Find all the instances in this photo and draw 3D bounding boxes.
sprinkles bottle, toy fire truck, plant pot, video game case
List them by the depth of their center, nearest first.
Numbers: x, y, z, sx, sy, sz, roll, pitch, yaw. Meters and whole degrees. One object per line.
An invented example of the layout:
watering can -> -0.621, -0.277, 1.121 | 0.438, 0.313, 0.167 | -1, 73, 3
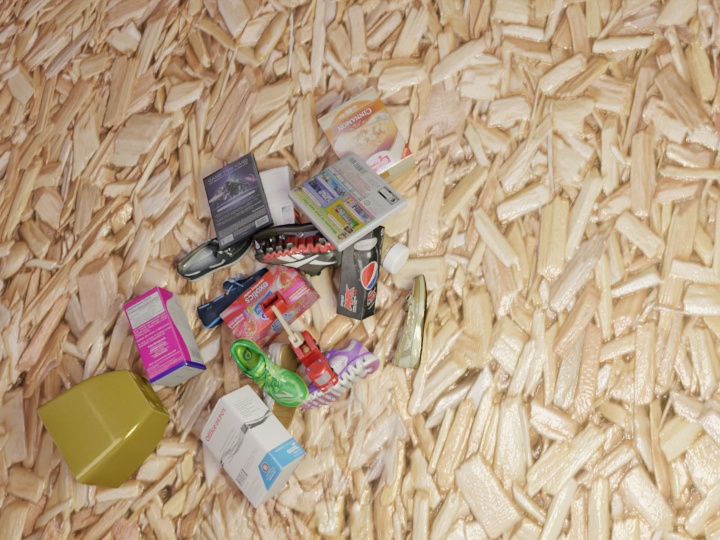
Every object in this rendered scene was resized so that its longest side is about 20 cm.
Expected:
toy fire truck -> -0.126, 0.148, 1.458 | 0.049, 0.141, 0.201 | -36, 49, -1
video game case -> -0.030, -0.151, 1.492 | 0.181, 0.022, 0.200 | -34, 57, -16
plant pot -> -0.544, 0.332, 1.549 | 0.199, 0.195, 0.196 | -39, 71, -8
sprinkles bottle -> 0.014, -0.074, 1.565 | 0.199, 0.068, 0.069 | 36, 87, 19
video game case -> -0.287, -0.162, 1.633 | 0.141, 0.019, 0.202 | -25, 64, 14

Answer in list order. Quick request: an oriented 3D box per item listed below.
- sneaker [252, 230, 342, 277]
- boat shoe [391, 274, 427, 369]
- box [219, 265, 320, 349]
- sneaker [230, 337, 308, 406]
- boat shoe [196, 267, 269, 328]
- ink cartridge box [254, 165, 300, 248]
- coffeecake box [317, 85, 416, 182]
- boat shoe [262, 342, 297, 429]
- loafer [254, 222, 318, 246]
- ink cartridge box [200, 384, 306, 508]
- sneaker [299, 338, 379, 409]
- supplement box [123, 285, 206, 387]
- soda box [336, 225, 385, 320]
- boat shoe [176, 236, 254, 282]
sneaker -> -0.128, -0.029, 1.499 | 0.197, 0.071, 0.099 | -8, 120, 4
boat shoe -> 0.107, 0.107, 1.498 | 0.062, 0.073, 0.204 | 5, 85, 10
box -> -0.200, 0.079, 1.566 | 0.199, 0.095, 0.100 | -41, 71, 1
sneaker -> -0.198, 0.217, 1.458 | 0.199, 0.084, 0.075 | 35, 91, 10
boat shoe -> -0.295, 0.051, 1.602 | 0.199, 0.084, 0.069 | -37, 82, 0
ink cartridge box -> -0.200, -0.134, 1.644 | 0.107, 0.050, 0.203 | -13, 75, 10
coffeecake box -> 0.015, -0.294, 1.616 | 0.152, 0.073, 0.202 | -30, 72, 4
boat shoe -> -0.184, 0.260, 1.540 | 0.069, 0.070, 0.203 | 3, 84, 41
loafer -> -0.140, -0.067, 1.551 | 0.197, 0.073, 0.073 | -6, 98, 15
ink cartridge box -> -0.230, 0.368, 1.479 | 0.200, 0.083, 0.146 | 45, 124, 19
sneaker -> -0.058, 0.220, 1.512 | 0.199, 0.081, 0.089 | -34, 64, -1
supplement box -> -0.449, 0.153, 1.608 | 0.102, 0.101, 0.202 | -27, 71, 7
soda box -> 0.000, 0.000, 1.510 | 0.070, 0.063, 0.203 | 13, 105, 27
boat shoe -> -0.340, -0.040, 1.649 | 0.199, 0.060, 0.076 | -36, 70, 3
